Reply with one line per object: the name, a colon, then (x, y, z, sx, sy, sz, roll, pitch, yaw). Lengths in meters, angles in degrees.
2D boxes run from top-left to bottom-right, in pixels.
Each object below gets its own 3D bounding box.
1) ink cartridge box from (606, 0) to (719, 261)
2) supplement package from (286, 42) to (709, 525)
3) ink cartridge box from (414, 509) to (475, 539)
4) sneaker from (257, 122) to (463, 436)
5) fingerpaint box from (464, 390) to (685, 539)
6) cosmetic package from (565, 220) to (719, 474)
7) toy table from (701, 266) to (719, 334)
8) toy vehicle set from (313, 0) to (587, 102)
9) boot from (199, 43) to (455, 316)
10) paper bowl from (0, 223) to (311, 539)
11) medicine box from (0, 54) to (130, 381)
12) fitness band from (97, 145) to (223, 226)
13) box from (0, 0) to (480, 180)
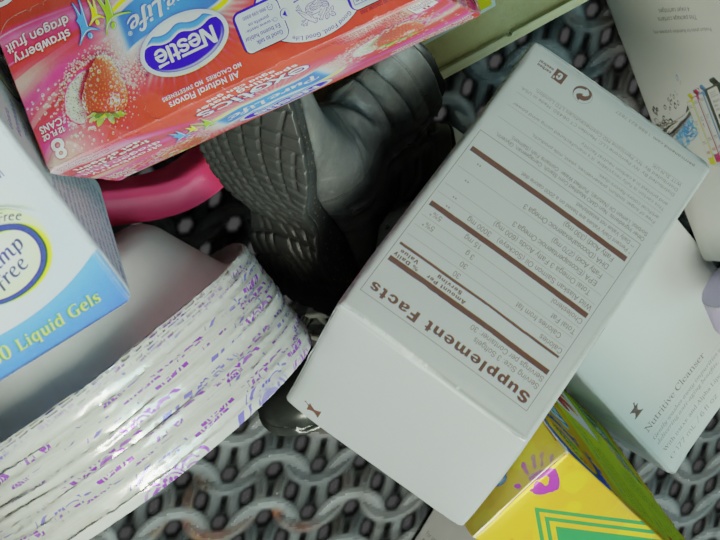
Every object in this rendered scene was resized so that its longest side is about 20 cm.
ink cartridge box: (0.252, -0.121, 1.541, 0.147, 0.144, 0.201, -29, 104, -22)
supplement package: (0.070, 0.007, 1.410, 0.200, 0.117, 0.117, -53, 177, -30)
ink cartridge box: (0.073, 0.219, 1.692, 0.117, 0.067, 0.201, 26, 97, -42)
sneaker: (0.000, 0.000, 1.519, 0.200, 0.074, 0.089, -50, 127, -18)
fingerpaint box: (0.102, 0.118, 1.543, 0.073, 0.200, 0.167, -43, 123, 6)
cosmetic package: (0.147, 0.018, 1.625, 0.113, 0.081, 0.200, -53, 134, -6)
toy table: (0.292, 0.027, 1.593, 0.200, 0.184, 0.118, -31, 102, -30)
toy vehicle set: (0.039, -0.165, 1.481, 0.199, 0.026, 0.125, -29, 129, -21)
boot: (-0.014, -0.081, 1.403, 0.132, 0.070, 0.200, -54, 155, -24)
paper bowl: (-0.131, 0.054, 1.374, 0.200, 0.201, 0.105, -39, 97, -13)
medicine box: (-0.235, -0.032, 1.256, 0.182, 0.103, 0.200, -31, 127, 5)
fitness band: (-0.137, -0.092, 1.367, 0.199, 0.037, 0.144, -7, 110, -28)
box: (-0.059, -0.125, 1.251, 0.199, 0.100, 0.095, -24, 172, 14)
